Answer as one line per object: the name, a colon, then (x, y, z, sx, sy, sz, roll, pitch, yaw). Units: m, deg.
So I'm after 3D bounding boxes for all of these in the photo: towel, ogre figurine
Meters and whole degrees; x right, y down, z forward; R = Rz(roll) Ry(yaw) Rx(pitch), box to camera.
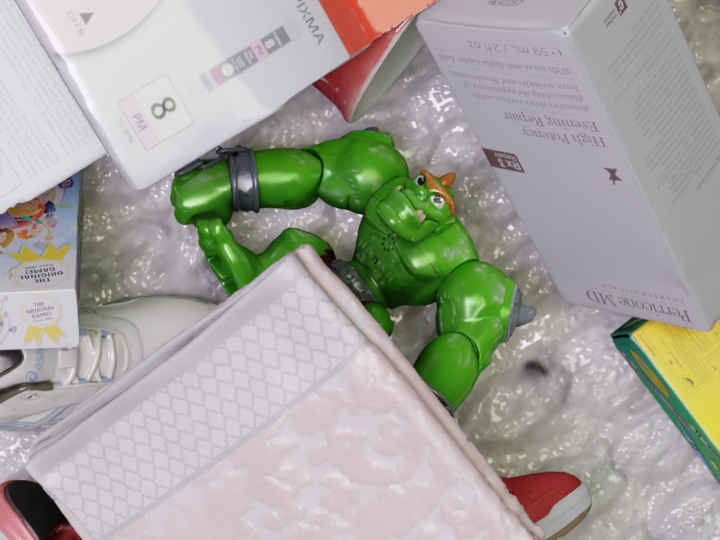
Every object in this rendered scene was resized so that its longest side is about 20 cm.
towel: (-0.042, 0.113, 1.100, 0.200, 0.032, 0.191, -36, 95, 24)
ogre figurine: (0.000, 0.000, 1.158, 0.120, 0.098, 0.200, -32, 47, -18)

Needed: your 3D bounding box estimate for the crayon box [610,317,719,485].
crayon box: (0.240, 0.078, 1.192, 0.119, 0.058, 0.200, -37, 90, -6)

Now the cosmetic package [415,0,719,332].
cosmetic package: (0.118, -0.066, 1.117, 0.074, 0.101, 0.200, -49, 128, -26)

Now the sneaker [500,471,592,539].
sneaker: (0.012, 0.112, 1.166, 0.199, 0.071, 0.113, -19, 91, -3)

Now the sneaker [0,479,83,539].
sneaker: (-0.141, 0.203, 1.160, 0.087, 0.074, 0.200, -39, 91, 15)

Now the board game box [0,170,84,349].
board game box: (-0.238, -0.007, 1.126, 0.199, 0.135, 0.034, -2, 122, -5)

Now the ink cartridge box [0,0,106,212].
ink cartridge box: (-0.175, -0.120, 1.082, 0.200, 0.057, 0.163, -32, 100, 1)

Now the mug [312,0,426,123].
mug: (-0.034, -0.199, 1.171, 0.200, 0.134, 0.178, 37, 47, 3)

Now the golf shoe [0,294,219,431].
golf shoe: (-0.148, 0.052, 1.145, 0.199, 0.097, 0.079, -6, 85, -6)

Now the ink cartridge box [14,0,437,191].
ink cartridge box: (-0.061, -0.155, 1.040, 0.200, 0.057, 0.163, -31, 99, 1)
